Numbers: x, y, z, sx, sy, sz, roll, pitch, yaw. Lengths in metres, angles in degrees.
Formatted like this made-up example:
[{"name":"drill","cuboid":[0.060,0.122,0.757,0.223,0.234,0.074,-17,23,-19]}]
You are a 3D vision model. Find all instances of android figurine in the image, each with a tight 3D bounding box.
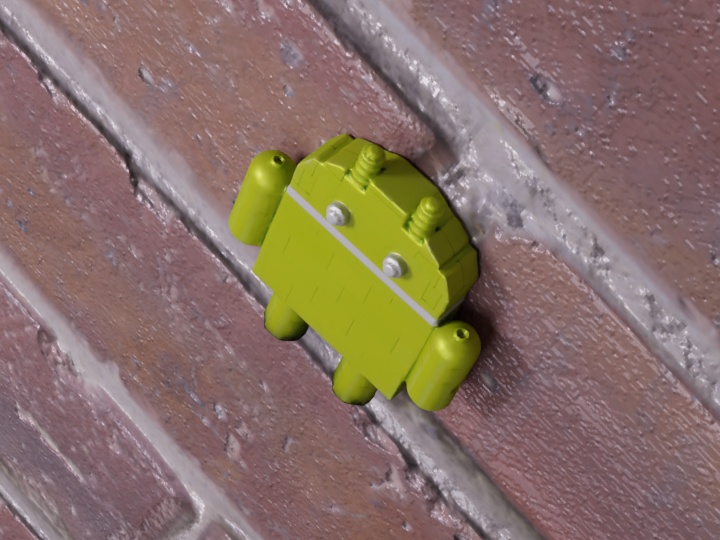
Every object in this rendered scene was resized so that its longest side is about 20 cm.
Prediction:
[{"name":"android figurine","cuboid":[0.000,0.000,1.220,0.182,0.041,0.200,44,145,10]}]
